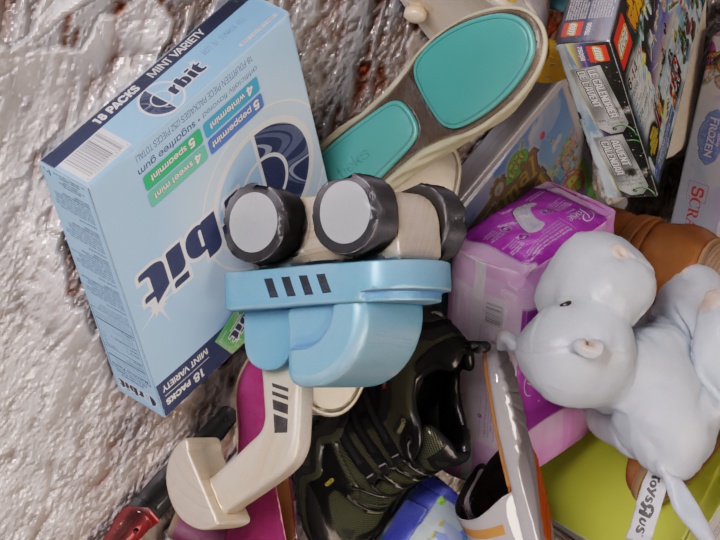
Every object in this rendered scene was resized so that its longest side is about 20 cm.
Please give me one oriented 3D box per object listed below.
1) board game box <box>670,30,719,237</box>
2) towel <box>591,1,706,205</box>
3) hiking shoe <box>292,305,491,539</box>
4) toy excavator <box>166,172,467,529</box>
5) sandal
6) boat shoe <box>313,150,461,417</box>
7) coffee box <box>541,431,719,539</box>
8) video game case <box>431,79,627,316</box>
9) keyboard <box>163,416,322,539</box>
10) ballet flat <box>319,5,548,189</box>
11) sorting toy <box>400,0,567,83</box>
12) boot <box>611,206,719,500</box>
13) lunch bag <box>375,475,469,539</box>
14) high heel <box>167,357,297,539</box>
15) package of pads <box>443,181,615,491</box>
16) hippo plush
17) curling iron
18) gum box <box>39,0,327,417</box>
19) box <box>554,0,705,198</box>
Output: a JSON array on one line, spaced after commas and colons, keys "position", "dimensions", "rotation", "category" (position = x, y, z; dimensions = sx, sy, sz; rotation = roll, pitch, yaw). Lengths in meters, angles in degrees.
[{"position": [0.305, -0.111, 1.924], "dimensions": [0.199, 0.041, 0.201], "rotation": [-35, 140, -56], "category": "board game box"}, {"position": [0.208, -0.158, 1.785], "dimensions": [0.132, 0.034, 0.201], "rotation": [-37, 136, -45], "category": "towel"}, {"position": [0.022, 0.119, 1.665], "dimensions": [0.075, 0.101, 0.201], "rotation": [0, 114, -43], "category": "hiking shoe"}, {"position": [-0.035, 0.051, 1.465], "dimensions": [0.100, 0.194, 0.201], "rotation": [7, 80, -56], "category": "toy excavator"}, {"position": [0.092, 0.145, 1.697], "dimensions": [0.079, 0.059, 0.208], "rotation": [-75, 153, -65], "category": "sandal"}, {"position": [0.000, 0.000, 1.625], "dimensions": [0.067, 0.057, 0.201], "rotation": [27, 86, -25], "category": "boat shoe"}, {"position": [0.242, 0.143, 1.913], "dimensions": [0.201, 0.199, 0.198], "rotation": [-58, 147, -6], "category": "coffee box"}, {"position": [0.114, -0.033, 1.775], "dimensions": [0.200, 0.022, 0.182], "rotation": [-50, 145, -18], "category": "video game case"}, {"position": [-0.061, 0.125, 1.659], "dimensions": [0.200, 0.011, 0.056], "rotation": [-47, 144, -22], "category": "keyboard"}, {"position": [0.050, -0.102, 1.532], "dimensions": [0.200, 0.070, 0.069], "rotation": [-33, 162, 32], "category": "ballet flat"}, {"position": [0.088, -0.230, 1.557], "dimensions": [0.200, 0.106, 0.181], "rotation": [46, 56, -56], "category": "sorting toy"}, {"position": [0.206, 0.059, 1.809], "dimensions": [0.074, 0.154, 0.201], "rotation": [30, 87, -53], "category": "boot"}, {"position": [0.042, 0.252, 1.785], "dimensions": [0.170, 0.127, 0.200], "rotation": [-56, 148, -9], "category": "lunch bag"}, {"position": [-0.040, 0.110, 1.561], "dimensions": [0.201, 0.096, 0.067], "rotation": [-65, 165, 15], "category": "high heel"}, {"position": [0.116, 0.050, 1.747], "dimensions": [0.120, 0.075, 0.201], "rotation": [-32, 136, -41], "category": "package of pads"}, {"position": [0.163, 0.063, 1.663], "dimensions": [0.160, 0.159, 0.201], "rotation": [29, 73, -26], "category": "hippo plush"}, {"position": [-0.143, 0.153, 1.551], "dimensions": [0.200, 0.025, 0.050], "rotation": [-41, 144, -29], "category": "curling iron"}, {"position": [-0.094, -0.037, 1.466], "dimensions": [0.170, 0.044, 0.201], "rotation": [-44, 144, -27], "category": "gum box"}, {"position": [0.180, -0.166, 1.611], "dimensions": [0.137, 0.040, 0.201], "rotation": [65, 33, -42], "category": "box"}]
